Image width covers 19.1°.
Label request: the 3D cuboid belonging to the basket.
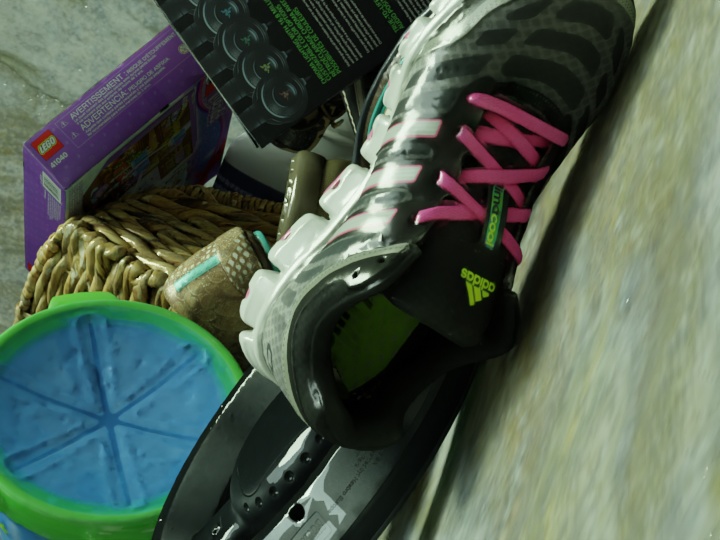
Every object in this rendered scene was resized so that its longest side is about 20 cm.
[{"bbox_3d":[-0.107,0.049,1.236,0.149,0.142,0.201,-29,-41,-48],"label":"basket"}]

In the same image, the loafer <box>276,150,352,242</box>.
[{"bbox_3d":[0.000,0.000,1.101,0.200,0.067,0.077,67,-145,-74],"label":"loafer"}]

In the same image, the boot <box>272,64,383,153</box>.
[{"bbox_3d":[-0.006,-0.107,1.172,0.151,0.073,0.201,-44,52,53],"label":"boot"}]

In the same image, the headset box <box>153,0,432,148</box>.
[{"bbox_3d":[0.002,-0.156,0.994,0.199,0.093,0.174,-34,12,10],"label":"headset box"}]

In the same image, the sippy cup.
[{"bbox_3d":[-0.122,0.106,1.023,0.131,0.139,0.178,99,-165,-45],"label":"sippy cup"}]

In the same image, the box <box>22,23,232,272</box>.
[{"bbox_3d":[-0.135,-0.065,1.247,0.137,0.039,0.200,-41,-9,-20],"label":"box"}]

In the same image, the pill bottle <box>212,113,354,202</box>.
[{"bbox_3d":[-0.041,-0.022,1.337,0.120,0.119,0.201,-94,26,-81],"label":"pill bottle"}]

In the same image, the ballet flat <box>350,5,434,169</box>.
[{"bbox_3d":[0.026,-0.042,0.944,0.073,0.073,0.201,-80,10,-70],"label":"ballet flat"}]

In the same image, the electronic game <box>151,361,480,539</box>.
[{"bbox_3d":[-0.019,0.070,0.843,0.200,0.042,0.200,-47,17,18],"label":"electronic game"}]

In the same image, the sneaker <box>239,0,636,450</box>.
[{"bbox_3d":[0.033,-0.018,0.719,0.200,0.073,0.088,-53,34,20],"label":"sneaker"}]

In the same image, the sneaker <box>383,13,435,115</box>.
[{"bbox_3d":[0.062,-0.094,0.808,0.090,0.067,0.201,-93,24,-59],"label":"sneaker"}]

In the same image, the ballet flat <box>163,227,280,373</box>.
[{"bbox_3d":[-0.062,0.054,1.110,0.201,0.065,0.071,76,169,-47],"label":"ballet flat"}]
